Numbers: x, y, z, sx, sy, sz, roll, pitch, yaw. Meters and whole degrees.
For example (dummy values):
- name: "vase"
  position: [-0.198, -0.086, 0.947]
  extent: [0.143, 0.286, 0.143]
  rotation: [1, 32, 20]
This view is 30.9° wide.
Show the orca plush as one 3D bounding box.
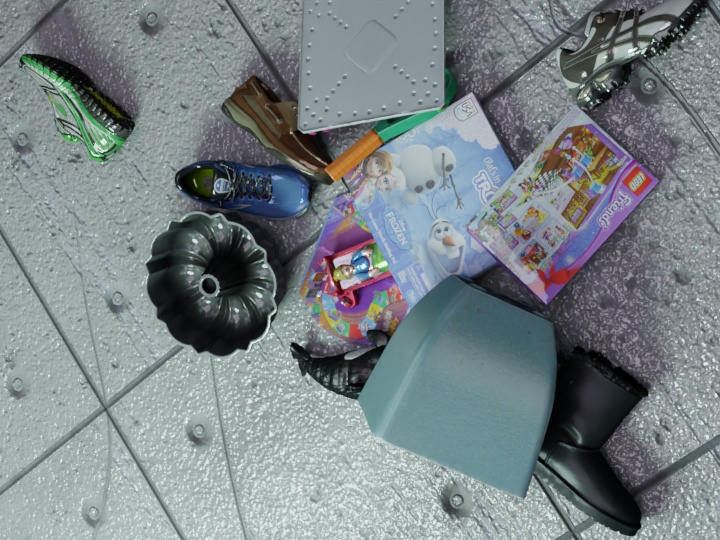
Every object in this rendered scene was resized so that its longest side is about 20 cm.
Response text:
- name: "orca plush"
  position: [-0.007, 0.130, 1.682]
  extent: [0.198, 0.071, 0.107]
  rotation: [17, 110, 20]

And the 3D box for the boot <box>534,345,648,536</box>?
- name: "boot"
  position: [0.291, 0.202, 1.575]
  extent: [0.197, 0.073, 0.164]
  rotation: [36, 103, 17]

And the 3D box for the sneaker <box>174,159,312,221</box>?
- name: "sneaker"
  position: [-0.158, -0.106, 1.725]
  extent: [0.197, 0.089, 0.080]
  rotation: [5, 96, 20]

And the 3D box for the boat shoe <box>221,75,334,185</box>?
- name: "boat shoe"
  position: [-0.099, -0.188, 1.694]
  extent: [0.199, 0.075, 0.074]
  rotation: [40, 97, 26]

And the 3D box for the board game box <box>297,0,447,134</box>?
- name: "board game box"
  position: [0.017, -0.277, 1.639]
  extent: [0.197, 0.026, 0.203]
  rotation: [-7, 70, 23]

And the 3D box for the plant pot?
- name: "plant pot"
  position: [0.129, 0.120, 1.548]
  extent: [0.194, 0.196, 0.202]
  rotation: [22, 94, -8]

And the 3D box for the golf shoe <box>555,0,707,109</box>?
- name: "golf shoe"
  position: [0.315, -0.282, 1.525]
  extent: [0.199, 0.078, 0.095]
  rotation: [-39, 79, 19]

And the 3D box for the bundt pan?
- name: "bundt pan"
  position: [-0.187, 0.011, 1.741]
  extent: [0.199, 0.076, 0.205]
  rotation: [6, 106, 19]

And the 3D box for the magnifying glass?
- name: "magnifying glass"
  position: [0.037, -0.184, 1.630]
  extent: [0.200, 0.022, 0.080]
  rotation: [-42, 39, 1]

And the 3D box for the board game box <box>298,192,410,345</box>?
- name: "board game box"
  position: [0.000, 0.000, 1.693]
  extent: [0.157, 0.039, 0.202]
  rotation: [27, 104, 19]

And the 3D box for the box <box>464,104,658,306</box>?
- name: "box"
  position: [0.240, -0.077, 1.558]
  extent: [0.137, 0.039, 0.200]
  rotation: [43, 92, 9]

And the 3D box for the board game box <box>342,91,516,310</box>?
- name: "board game box"
  position: [0.105, -0.084, 1.627]
  extent: [0.197, 0.043, 0.202]
  rotation: [-30, 82, 11]

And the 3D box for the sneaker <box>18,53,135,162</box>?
- name: "sneaker"
  position: [-0.413, -0.232, 1.828]
  extent: [0.200, 0.078, 0.085]
  rotation: [43, 108, 13]
